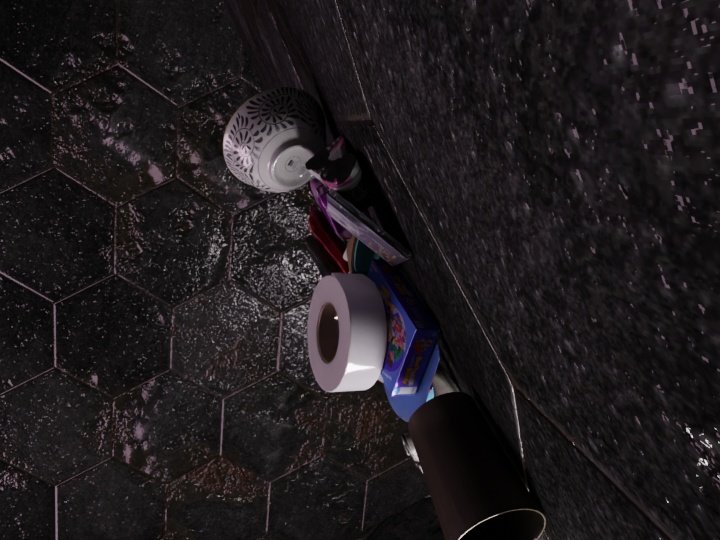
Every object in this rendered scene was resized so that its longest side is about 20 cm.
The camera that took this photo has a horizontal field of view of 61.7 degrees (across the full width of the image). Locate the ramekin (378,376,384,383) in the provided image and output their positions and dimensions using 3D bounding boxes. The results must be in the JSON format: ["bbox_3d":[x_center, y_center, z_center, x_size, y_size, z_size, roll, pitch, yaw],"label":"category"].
[{"bbox_3d":[0.029,0.149,1.260,0.199,0.105,0.200,37,166,10],"label":"ramekin"}]

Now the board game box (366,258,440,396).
[{"bbox_3d":[0.054,0.092,1.023,0.201,0.044,0.136,-120,41,-51],"label":"board game box"}]

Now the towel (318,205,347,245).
[{"bbox_3d":[-0.056,-0.064,1.563,0.193,0.034,0.202,-122,8,-63],"label":"towel"}]

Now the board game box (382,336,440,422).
[{"bbox_3d":[0.097,0.155,1.025,0.158,0.038,0.203,-129,47,-55],"label":"board game box"}]

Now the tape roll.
[{"bbox_3d":[-0.028,0.109,1.061,0.202,0.070,0.206,-177,90,-65],"label":"tape roll"}]

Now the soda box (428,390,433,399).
[{"bbox_3d":[0.157,0.285,1.240,0.064,0.067,0.202,58,173,53],"label":"soda box"}]

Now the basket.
[{"bbox_3d":[0.152,0.287,0.856,0.181,0.135,0.201,60,-176,-47],"label":"basket"}]

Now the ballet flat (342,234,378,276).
[{"bbox_3d":[0.000,0.000,1.147,0.072,0.067,0.203,18,120,52],"label":"ballet flat"}]

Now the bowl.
[{"bbox_3d":[-0.133,-0.206,1.058,0.095,0.199,0.202,56,172,38],"label":"bowl"}]

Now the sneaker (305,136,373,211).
[{"bbox_3d":[-0.030,-0.145,0.966,0.087,0.080,0.201,54,-172,-28],"label":"sneaker"}]

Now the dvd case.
[{"bbox_3d":[0.008,-0.061,0.947,0.148,0.016,0.200,39,177,-1],"label":"dvd case"}]

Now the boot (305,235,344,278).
[{"bbox_3d":[-0.049,0.007,1.343,0.139,0.077,0.200,55,176,25],"label":"boot"}]

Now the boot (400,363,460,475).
[{"bbox_3d":[0.126,0.267,1.054,0.202,0.129,0.068,65,176,-16],"label":"boot"}]

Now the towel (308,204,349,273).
[{"bbox_3d":[-0.063,-0.066,1.261,0.145,0.022,0.200,54,-175,-14],"label":"towel"}]

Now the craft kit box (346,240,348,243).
[{"bbox_3d":[-0.009,-0.047,1.595,0.200,0.048,0.200,165,82,-87],"label":"craft kit box"}]

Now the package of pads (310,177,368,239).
[{"bbox_3d":[-0.045,-0.136,1.218,0.122,0.075,0.200,61,178,-15],"label":"package of pads"}]
